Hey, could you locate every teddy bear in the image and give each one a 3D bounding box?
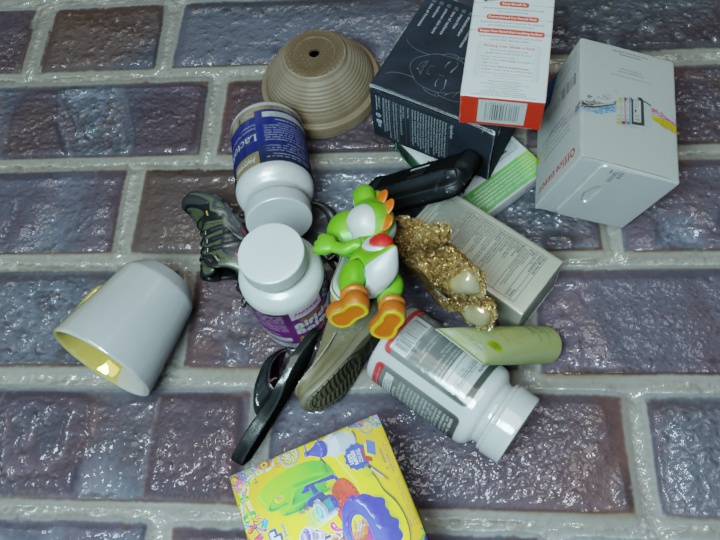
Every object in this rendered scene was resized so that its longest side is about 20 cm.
[{"bbox_3d":[0.107,-0.004,0.879,0.067,0.200,0.145,-39,110,-7],"label":"teddy bear"}]

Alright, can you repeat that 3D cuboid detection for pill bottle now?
[{"bbox_3d":[0.117,0.146,0.904,0.200,0.114,0.114,34,73,19],"label":"pill bottle"},{"bbox_3d":[-0.129,-0.144,1.044,0.115,0.116,0.201,-13,52,0],"label":"pill bottle"},{"bbox_3d":[-0.097,0.020,0.936,0.112,0.200,0.113,-3,65,6],"label":"pill bottle"}]

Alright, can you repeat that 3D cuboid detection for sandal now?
[{"bbox_3d":[-0.120,0.157,0.927,0.048,0.075,0.201,30,84,9],"label":"sandal"}]

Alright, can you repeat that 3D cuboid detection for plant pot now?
[{"bbox_3d":[-0.069,-0.324,1.154,0.200,0.093,0.202,-2,64,5],"label":"plant pot"}]

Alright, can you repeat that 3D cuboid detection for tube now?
[{"bbox_3d":[0.182,0.094,0.885,0.058,0.199,0.052,-19,73,43],"label":"tube"}]

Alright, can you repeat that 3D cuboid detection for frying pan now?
[{"bbox_3d":[-0.072,-0.029,1.055,0.114,0.031,0.191,-19,62,-2],"label":"frying pan"}]

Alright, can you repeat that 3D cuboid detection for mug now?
[{"bbox_3d":[-0.327,0.060,0.980,0.186,0.150,0.153,26,62,10],"label":"mug"}]

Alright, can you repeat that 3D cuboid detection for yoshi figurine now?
[{"bbox_3d":[0.000,-0.011,0.869,0.111,0.113,0.201,-8,52,11],"label":"yoshi figurine"}]

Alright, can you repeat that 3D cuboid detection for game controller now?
[{"bbox_3d":[0.077,-0.121,1.015,0.199,0.042,0.104,-10,24,39],"label":"game controller"}]

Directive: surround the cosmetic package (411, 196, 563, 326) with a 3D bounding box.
[{"bbox_3d":[0.165,-0.013,0.987,0.200,0.087,0.103,37,72,21],"label":"cosmetic package"}]

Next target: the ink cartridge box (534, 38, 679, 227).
[{"bbox_3d":[0.343,-0.188,1.001,0.144,0.147,0.201,12,66,-7],"label":"ink cartridge box"}]

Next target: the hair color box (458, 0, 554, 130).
[{"bbox_3d":[0.199,-0.292,0.957,0.110,0.064,0.201,8,67,9],"label":"hair color box"}]

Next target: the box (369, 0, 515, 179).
[{"bbox_3d":[0.146,-0.275,1.053,0.196,0.124,0.200,25,69,17],"label":"box"}]

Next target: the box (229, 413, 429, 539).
[{"bbox_3d":[-0.025,0.311,0.839,0.192,0.122,0.201,-23,65,-4],"label":"box"}]

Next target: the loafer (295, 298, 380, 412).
[{"bbox_3d":[-0.026,0.106,0.964,0.067,0.076,0.200,28,58,26],"label":"loafer"}]

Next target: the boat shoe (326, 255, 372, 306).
[{"bbox_3d":[0.000,0.000,0.964,0.074,0.062,0.200,22,37,1],"label":"boat shoe"}]

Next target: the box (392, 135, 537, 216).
[{"bbox_3d":[0.165,-0.173,1.091,0.144,0.036,0.200,-36,66,-11],"label":"box"}]

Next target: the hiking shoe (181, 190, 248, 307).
[{"bbox_3d":[-0.211,-0.038,1.045,0.200,0.076,0.101,40,72,20],"label":"hiking shoe"}]
